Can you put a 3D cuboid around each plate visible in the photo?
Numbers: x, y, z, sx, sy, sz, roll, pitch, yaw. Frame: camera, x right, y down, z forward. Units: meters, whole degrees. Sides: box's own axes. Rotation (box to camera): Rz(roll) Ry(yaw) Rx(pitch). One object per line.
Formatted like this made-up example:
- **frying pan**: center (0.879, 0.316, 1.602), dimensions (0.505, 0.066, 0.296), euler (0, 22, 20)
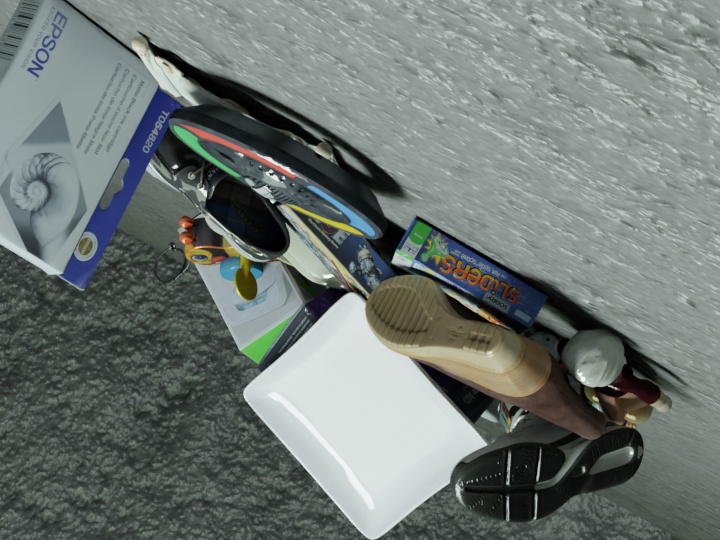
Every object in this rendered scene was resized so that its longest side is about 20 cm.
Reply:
- **plate**: center (0.007, 0.139, 1.653), dimensions (0.200, 0.200, 0.032), euler (48, -141, 1)

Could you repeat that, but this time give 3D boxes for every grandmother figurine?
- **grandmother figurine**: center (0.224, 0.096, 1.546), dimensions (0.121, 0.061, 0.200), euler (18, 172, 23)

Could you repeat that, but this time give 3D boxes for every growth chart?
- **growth chart**: center (-0.097, -0.125, 1.427), dimensions (0.200, 0.018, 0.145), euler (30, 175, 3)

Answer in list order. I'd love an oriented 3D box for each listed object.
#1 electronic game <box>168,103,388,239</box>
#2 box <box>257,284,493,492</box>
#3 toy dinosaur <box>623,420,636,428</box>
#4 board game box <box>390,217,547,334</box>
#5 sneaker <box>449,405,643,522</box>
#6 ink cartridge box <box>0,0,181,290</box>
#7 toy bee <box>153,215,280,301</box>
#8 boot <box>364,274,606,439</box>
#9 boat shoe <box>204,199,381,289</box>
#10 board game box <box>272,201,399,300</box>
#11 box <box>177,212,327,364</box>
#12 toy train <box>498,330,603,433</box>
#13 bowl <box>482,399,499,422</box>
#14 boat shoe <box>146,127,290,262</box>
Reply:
- **electronic game**: center (-0.067, -0.079, 1.405), dimensions (0.200, 0.042, 0.200), euler (28, 174, 3)
- **box**: center (0.021, 0.109, 1.750), dimensions (0.200, 0.104, 0.148), euler (42, -147, 8)
- **toy dinosaur**: center (0.245, 0.129, 1.808), dimensions (0.106, 0.060, 0.200), euler (63, 163, -20)
- **board game box**: center (0.094, 0.012, 1.565), dimensions (0.135, 0.035, 0.200), euler (30, 174, 3)
- **sneaker**: center (0.147, 0.167, 1.564), dimensions (0.200, 0.076, 0.115), euler (-8, -160, -30)
- **ink cartridge box**: center (-0.249, -0.104, 1.460), dimensions (0.041, 0.200, 0.200), euler (16, 167, 43)
- **toy bee**: center (-0.143, -0.025, 1.830), dimensions (0.131, 0.200, 0.109), euler (64, -170, 24)
- **boot**: center (0.107, 0.083, 1.521), dimensions (0.200, 0.072, 0.166), euler (22, 166, 49)
- **boat shoe**: center (-0.061, -0.038, 1.748), dimensions (0.201, 0.072, 0.060), euler (23, -170, 17)
- **board game box**: center (0.000, 0.000, 1.630), dimensions (0.200, 0.035, 0.135), euler (48, 174, -7)
- **box**: center (-0.099, 0.025, 1.967), dimensions (0.177, 0.097, 0.200), euler (59, -173, 26)
- **toy train**: center (0.189, 0.140, 1.748), dimensions (0.200, 0.085, 0.114), euler (86, 159, -61)
- **bowl**: center (0.088, 0.083, 1.919), dimensions (0.201, 0.091, 0.201), euler (29, 174, 3)
- **boat shoe**: center (-0.139, -0.082, 1.621), dimensions (0.200, 0.070, 0.066), euler (50, 164, -18)
